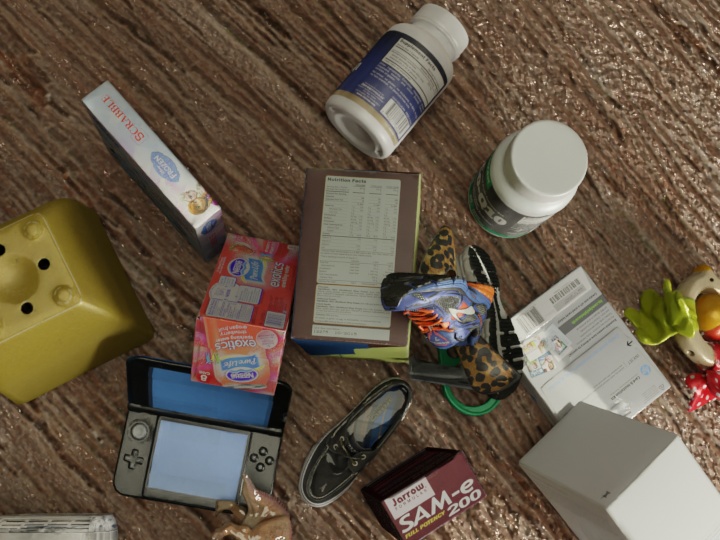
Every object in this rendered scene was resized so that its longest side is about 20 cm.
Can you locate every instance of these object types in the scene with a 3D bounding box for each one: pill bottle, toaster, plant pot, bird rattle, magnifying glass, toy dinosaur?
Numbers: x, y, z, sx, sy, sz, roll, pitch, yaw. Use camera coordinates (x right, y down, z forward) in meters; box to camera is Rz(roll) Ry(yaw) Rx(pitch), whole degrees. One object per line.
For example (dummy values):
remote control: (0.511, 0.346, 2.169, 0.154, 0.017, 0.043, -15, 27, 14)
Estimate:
pill bottle: (0.212, -0.115, 1.140, 0.113, 0.200, 0.114, 1, 79, -6)
toaster: (-0.361, 0.352, 1.041, 0.199, 0.114, 0.130, 1, 77, -4)
plant pot: (-0.382, 0.026, 1.053, 0.195, 0.200, 0.195, -27, 83, -11)
bird rattle: (0.466, 0.082, 1.187, 0.200, 0.113, 0.163, 45, 62, 0)
pill bottle: (0.054, -0.258, 1.194, 0.111, 0.111, 0.200, 39, 78, 2)
magnifying glass: (0.118, 0.101, 1.184, 0.079, 0.022, 0.201, -30, 86, -11)
toy dinosaur: (-0.110, 0.339, 1.074, 0.135, 0.086, 0.201, 1, 89, -7)

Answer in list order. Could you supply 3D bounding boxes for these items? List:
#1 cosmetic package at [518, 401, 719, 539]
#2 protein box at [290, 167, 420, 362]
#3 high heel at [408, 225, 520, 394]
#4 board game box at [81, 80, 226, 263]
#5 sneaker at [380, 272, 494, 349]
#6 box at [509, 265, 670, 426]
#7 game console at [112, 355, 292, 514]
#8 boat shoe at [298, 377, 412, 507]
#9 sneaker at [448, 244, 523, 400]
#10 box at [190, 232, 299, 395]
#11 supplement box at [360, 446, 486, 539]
cosmetic package: (0.327, 0.281, 1.057, 0.123, 0.199, 0.200, -42, 104, -12)
protein box: (0.000, 0.000, 1.090, 0.134, 0.199, 0.201, 4, 79, 4)
high heel: (0.137, 0.046, 1.079, 0.142, 0.071, 0.201, 4, 84, 32)
board game box: (-0.245, -0.113, 1.092, 0.041, 0.200, 0.200, -41, 87, -12)
sneaker: (0.089, 0.045, 0.967, 0.075, 0.200, 0.079, 1, 84, 37)
box: (0.290, 0.120, 1.187, 0.156, 0.041, 0.200, -36, 84, -10)
game console: (-0.195, 0.205, 1.079, 0.199, 0.118, 0.172, 11, 81, -3)
boat shoe: (-0.003, 0.216, 1.126, 0.200, 0.066, 0.070, -44, 87, -12)
sneaker: (0.149, 0.072, 1.148, 0.074, 0.080, 0.201, 11, 60, -48)
box: (-0.134, 0.047, 1.070, 0.102, 0.200, 0.095, 11, 119, -4)
supplement box: (0.069, 0.263, 1.056, 0.109, 0.200, 0.061, -30, 84, -10)
